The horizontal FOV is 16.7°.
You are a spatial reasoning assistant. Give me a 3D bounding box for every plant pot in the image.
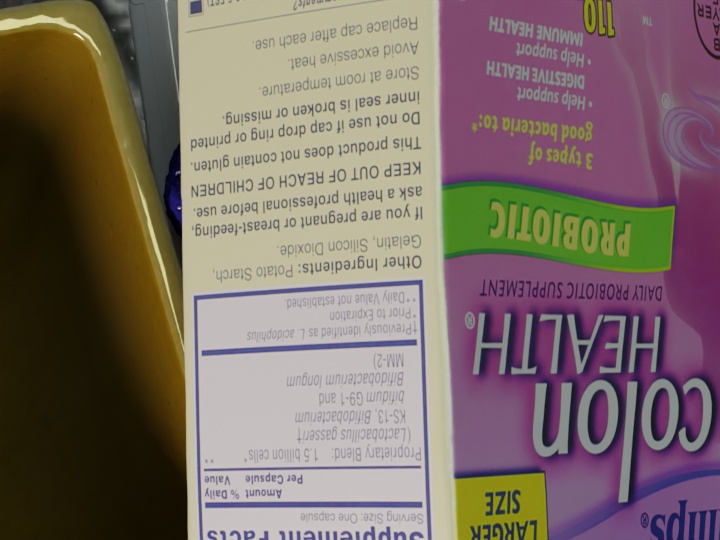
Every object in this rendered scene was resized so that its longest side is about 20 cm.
[{"bbox_3d":[-0.167,0.055,0.799,0.193,0.200,0.197,-12,74,-20],"label":"plant pot"}]

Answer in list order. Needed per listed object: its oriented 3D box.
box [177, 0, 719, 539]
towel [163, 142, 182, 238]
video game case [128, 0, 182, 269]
[{"bbox_3d":[0.038,-0.006,0.737,0.175,0.096,0.201,4,84,-52],"label":"box"},{"bbox_3d":[0.023,-0.002,0.829,0.200,0.049,0.148,55,45,-30],"label":"towel"},{"bbox_3d":[0.000,0.000,0.857,0.182,0.022,0.201,-8,89,-52],"label":"video game case"}]
